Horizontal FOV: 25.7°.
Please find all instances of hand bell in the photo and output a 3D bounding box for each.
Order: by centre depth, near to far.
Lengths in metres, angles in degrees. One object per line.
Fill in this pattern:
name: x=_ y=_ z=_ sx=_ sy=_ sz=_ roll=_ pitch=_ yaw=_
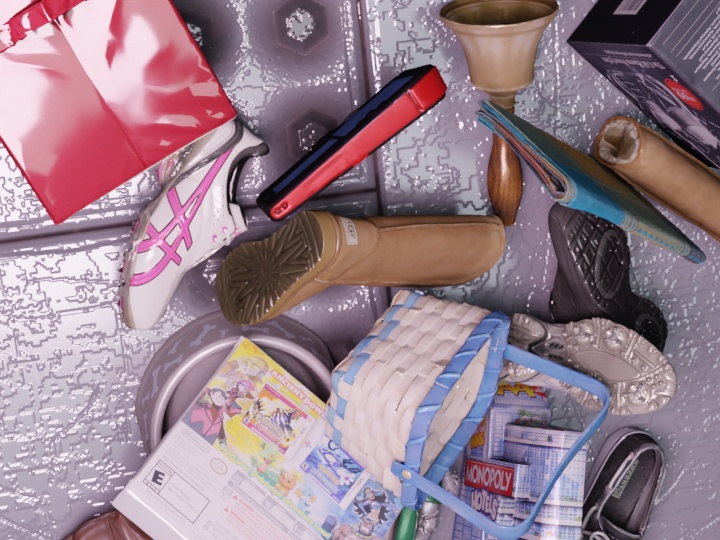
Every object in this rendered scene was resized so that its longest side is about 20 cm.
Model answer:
hand bell: x=0.128 y=-0.135 z=1.396 sx=0.103 sy=0.104 sz=0.201 roll=-10 pitch=114 yaw=-9

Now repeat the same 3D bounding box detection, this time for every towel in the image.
towel: x=0.196 y=-0.072 z=1.343 sx=0.199 sy=0.147 sz=0.022 roll=22 pitch=112 yaw=-43

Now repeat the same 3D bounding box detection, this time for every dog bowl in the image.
dog bowl: x=-0.101 y=0.137 z=1.404 sx=0.199 sy=0.059 sz=0.201 roll=-2 pitch=101 yaw=-10

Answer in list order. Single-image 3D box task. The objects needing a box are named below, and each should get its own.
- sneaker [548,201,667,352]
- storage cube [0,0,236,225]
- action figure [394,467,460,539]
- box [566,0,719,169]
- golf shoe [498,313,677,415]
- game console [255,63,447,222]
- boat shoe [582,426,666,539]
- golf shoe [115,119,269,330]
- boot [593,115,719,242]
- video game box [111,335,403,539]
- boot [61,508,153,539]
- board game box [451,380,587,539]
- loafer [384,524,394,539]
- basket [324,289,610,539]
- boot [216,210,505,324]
sneaker: x=0.200 y=0.017 z=1.404 sx=0.076 sy=0.090 sz=0.201 roll=-51 pitch=129 yaw=-31
storage cube: x=-0.224 y=-0.172 z=1.255 sx=0.170 sy=0.200 sz=0.180 roll=-32 pitch=111 yaw=-4
action figure: x=0.064 y=0.189 z=1.431 sx=0.054 sy=0.118 sz=0.201 roll=8 pitch=88 yaw=6
box: x=0.302 y=-0.175 z=1.351 sx=0.182 sy=0.200 sz=0.104 roll=38 pitch=90 yaw=-14
golf shoe: x=0.202 y=0.080 z=1.388 sx=0.097 sy=0.199 sz=0.079 roll=14 pitch=90 yaw=-49
game console: x=-0.013 y=-0.106 z=1.302 sx=0.177 sy=0.200 sz=0.031 roll=-36 pitch=97 yaw=-2
boat shoe: x=0.236 y=0.249 z=1.485 sx=0.073 sy=0.068 sz=0.200 roll=26 pitch=95 yaw=-14
golf shoe: x=-0.146 y=-0.036 z=1.346 sx=0.092 sy=0.073 sz=0.201 roll=21 pitch=97 yaw=3
boot: x=0.315 y=-0.055 z=1.393 sx=0.199 sy=0.175 sz=0.066 roll=32 pitch=92 yaw=-18
video game box: x=-0.075 y=0.183 z=1.297 sx=0.200 sy=0.047 sz=0.182 roll=41 pitch=54 yaw=-4
boot: x=-0.146 y=0.259 z=1.367 sx=0.200 sy=0.064 sz=0.186 roll=-35 pitch=105 yaw=31
board game box: x=0.139 y=0.188 z=1.413 sx=0.061 sy=0.200 sz=0.201 roll=4 pitch=85 yaw=-13
loafer: x=-0.025 y=0.286 z=1.453 sx=0.072 sy=0.063 sz=0.201 roll=28 pitch=90 yaw=18
basket: x=0.086 y=0.115 z=1.296 sx=0.176 sy=0.199 sz=0.140 roll=-45 pitch=149 yaw=-38
boot: x=0.000 y=0.000 z=1.362 sx=0.199 sy=0.175 sz=0.067 roll=0 pitch=73 yaw=-40
